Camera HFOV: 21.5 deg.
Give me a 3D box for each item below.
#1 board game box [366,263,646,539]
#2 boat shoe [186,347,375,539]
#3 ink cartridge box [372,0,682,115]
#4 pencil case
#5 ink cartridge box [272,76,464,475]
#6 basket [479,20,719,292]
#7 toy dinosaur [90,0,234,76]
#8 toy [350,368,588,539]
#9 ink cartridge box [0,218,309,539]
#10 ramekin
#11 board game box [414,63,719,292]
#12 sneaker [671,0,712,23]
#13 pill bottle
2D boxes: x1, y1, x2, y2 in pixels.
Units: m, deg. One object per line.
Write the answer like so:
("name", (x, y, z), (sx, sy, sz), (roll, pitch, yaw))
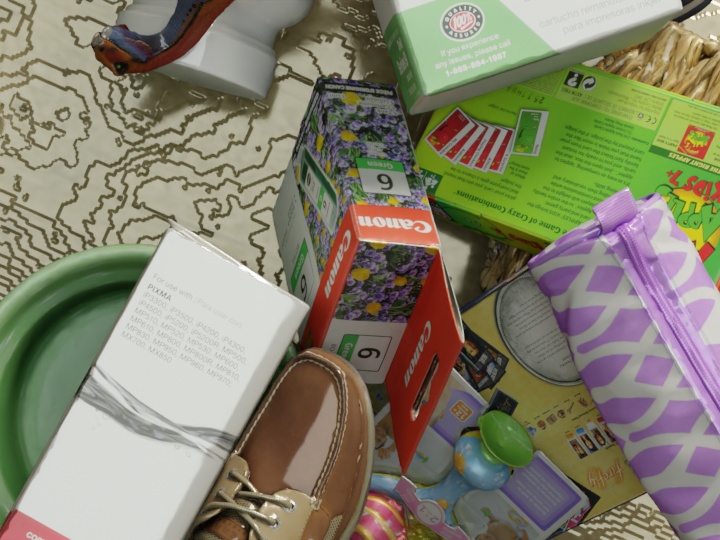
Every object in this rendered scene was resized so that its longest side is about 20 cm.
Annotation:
("board game box", (0.088, 0.081, 1.052), (0.035, 0.200, 0.136), (-36, 90, -42))
("boat shoe", (-0.051, 0.137, 0.986), (0.075, 0.072, 0.201), (19, 92, 23))
("ink cartridge box", (0.065, -0.201, 0.992), (0.144, 0.088, 0.201), (-17, 88, -3))
("pencil case", (0.159, 0.059, 0.928), (0.084, 0.086, 0.201), (-32, 88, -4))
("ink cartridge box", (0.000, 0.000, 1.029), (0.050, 0.201, 0.109), (5, 133, -18))
("basket", (0.175, -0.024, 1.114), (0.142, 0.149, 0.201), (32, 88, 32))
("toy dinosaur", (-0.070, -0.160, 0.955), (0.199, 0.105, 0.182), (30, 132, 20))
("toy", (0.021, 0.151, 1.061), (0.115, 0.047, 0.200), (43, 122, 0))
("ink cartridge box", (-0.108, 0.083, 0.960), (0.083, 0.147, 0.201), (29, 88, -3))
("ramekin", (-0.127, 0.087, 1.083), (0.198, 0.098, 0.202), (0, 89, -2))
("board game box", (0.130, -0.053, 1.032), (0.199, 0.048, 0.102), (22, 82, 32))
("sneaker", (0.118, -0.193, 1.118), (0.199, 0.108, 0.071), (17, 91, 29))
("pill bottle", (-0.069, -0.207, 1.081), (0.115, 0.116, 0.201), (16, 89, -2))
